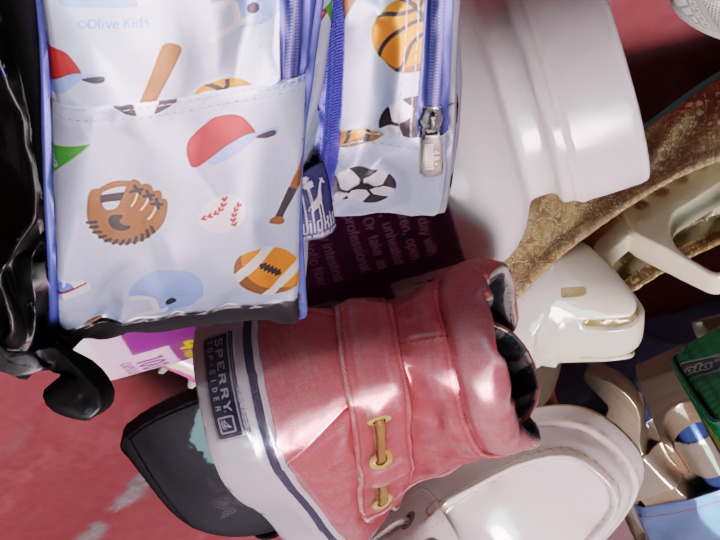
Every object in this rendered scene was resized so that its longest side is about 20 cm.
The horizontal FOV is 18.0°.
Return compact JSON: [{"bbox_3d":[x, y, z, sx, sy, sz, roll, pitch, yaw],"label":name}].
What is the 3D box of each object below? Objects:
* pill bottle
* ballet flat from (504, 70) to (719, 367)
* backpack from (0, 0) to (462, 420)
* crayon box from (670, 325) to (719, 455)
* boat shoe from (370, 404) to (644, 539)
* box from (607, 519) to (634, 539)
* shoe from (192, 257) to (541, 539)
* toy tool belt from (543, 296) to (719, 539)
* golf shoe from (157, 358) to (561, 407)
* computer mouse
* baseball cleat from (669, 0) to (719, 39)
[{"bbox_3d":[-0.013,-0.040,0.735,0.200,0.112,0.112,-16,145,4],"label":"pill bottle"},{"bbox_3d":[0.094,-0.009,0.799,0.200,0.065,0.071,-34,148,-11],"label":"ballet flat"},{"bbox_3d":[-0.049,-0.097,0.592,0.154,0.200,0.191,-15,138,-8],"label":"backpack"},{"bbox_3d":[0.231,0.039,0.844,0.200,0.058,0.119,-29,117,4],"label":"crayon box"},{"bbox_3d":[0.029,0.124,0.888,0.071,0.069,0.200,43,125,-11],"label":"boat shoe"},{"bbox_3d":[0.098,0.182,1.079,0.200,0.113,0.101,-6,144,-9],"label":"box"},{"bbox_3d":[0.014,0.047,0.725,0.091,0.072,0.200,-11,166,7],"label":"shoe"},{"bbox_3d":[0.131,0.053,0.933,0.200,0.125,0.123,-23,113,7],"label":"toy tool belt"},{"bbox_3d":[0.000,0.000,0.842,0.200,0.075,0.092,4,129,-33],"label":"golf shoe"},{"bbox_3d":[-0.005,0.076,0.914,0.140,0.046,0.200,-21,161,8],"label":"computer mouse"},{"bbox_3d":[0.113,-0.117,0.713,0.200,0.070,0.106,26,147,-29],"label":"baseball cleat"}]
